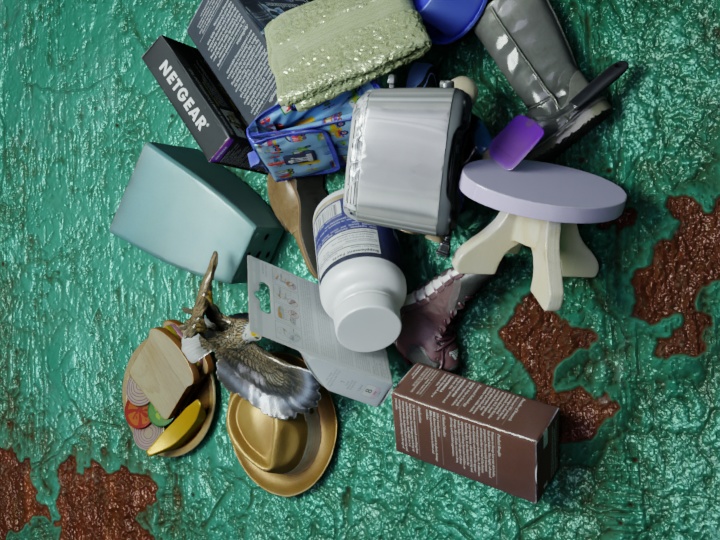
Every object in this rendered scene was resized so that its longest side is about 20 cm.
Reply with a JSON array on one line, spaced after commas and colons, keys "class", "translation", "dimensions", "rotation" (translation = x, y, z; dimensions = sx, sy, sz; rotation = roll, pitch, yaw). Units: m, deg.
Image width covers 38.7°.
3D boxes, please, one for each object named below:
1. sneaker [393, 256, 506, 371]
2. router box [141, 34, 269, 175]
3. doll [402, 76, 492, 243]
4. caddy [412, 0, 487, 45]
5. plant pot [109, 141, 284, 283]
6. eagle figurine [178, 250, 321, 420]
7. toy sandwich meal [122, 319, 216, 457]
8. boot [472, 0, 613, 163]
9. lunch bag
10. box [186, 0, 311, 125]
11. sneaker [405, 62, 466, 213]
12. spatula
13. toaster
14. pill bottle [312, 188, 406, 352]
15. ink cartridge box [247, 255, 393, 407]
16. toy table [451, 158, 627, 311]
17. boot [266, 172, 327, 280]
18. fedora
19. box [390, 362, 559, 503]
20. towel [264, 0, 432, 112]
[{"class": "sneaker", "translation": [0.120, 0.062, 1.299], "dimensions": [0.199, 0.075, 0.117], "rotation": [-31, 79, 36]}, {"class": "router box", "translation": [-0.203, -0.232, 1.450], "dimensions": [0.051, 0.149, 0.201], "rotation": [-43, 68, 20]}, {"class": "doll", "translation": [0.098, -0.140, 1.258], "dimensions": [0.135, 0.048, 0.203], "rotation": [19, 96, 16]}, {"class": "caddy", "translation": [0.113, -0.391, 1.300], "dimensions": [0.141, 0.104, 0.203], "rotation": [31, 104, 52]}, {"class": "plant pot", "translation": [-0.221, -0.070, 1.461], "dimensions": [0.199, 0.141, 0.143], "rotation": [31, 103, 21]}, {"class": "eagle figurine", "translation": [-0.139, 0.094, 1.367], "dimensions": [0.153, 0.198, 0.151], "rotation": [-59, 21, 12]}, {"class": "toy sandwich meal", "translation": [-0.295, 0.181, 1.529], "dimensions": [0.202, 0.070, 0.209], "rotation": [-2, 87, 30]}, {"class": "boot", "translation": [0.193, -0.230, 1.262], "dimensions": [0.181, 0.072, 0.201], "rotation": [-35, 77, 10]}, {"class": "lunch bag", "translation": [-0.055, -0.183, 1.322], "dimensions": [0.197, 0.151, 0.095], "rotation": [-21, 76, 3]}, {"class": "box", "translation": [-0.114, -0.293, 1.389], "dimensions": [0.201, 0.147, 0.107], "rotation": [55, 129, 19]}, {"class": "sneaker", "translation": [0.101, -0.167, 1.319], "dimensions": [0.077, 0.070, 0.204], "rotation": [1, 93, 24]}, {"class": "spatula", "translation": [0.232, -0.186, 1.187], "dimensions": [0.199, 0.021, 0.057], "rotation": [-35, 44, -10]}, {"class": "toaster", "translation": [0.055, -0.121, 1.186], "dimensions": [0.127, 0.114, 0.203], "rotation": [8, 99, 12]}, {"class": "pill bottle", "translation": [0.000, 0.000, 1.295], "dimensions": [0.110, 0.111, 0.202], "rotation": [-34, 41, 25]}, {"class": "ink cartridge box", "translation": [-0.060, 0.076, 1.290], "dimensions": [0.057, 0.197, 0.163], "rotation": [-61, 22, 28]}, {"class": "toy table", "translation": [0.199, -0.050, 1.184], "dimensions": [0.197, 0.185, 0.119], "rotation": [8, 118, -6]}, {"class": "boot", "translation": [-0.078, -0.071, 1.426], "dimensions": [0.075, 0.073, 0.203], "rotation": [-34, 66, 44]}, {"class": "fedora", "translation": [-0.127, 0.214, 1.421], "dimensions": [0.198, 0.081, 0.204], "rotation": [-1, 88, 31]}, {"class": "box", "translation": [0.139, 0.194, 1.251], "dimensions": [0.198, 0.075, 0.101], "rotation": [17, 130, 30]}, {"class": "towel", "translation": [-0.020, -0.284, 1.247], "dimensions": [0.197, 0.037, 0.150], "rotation": [-21, 60, 8]}]
